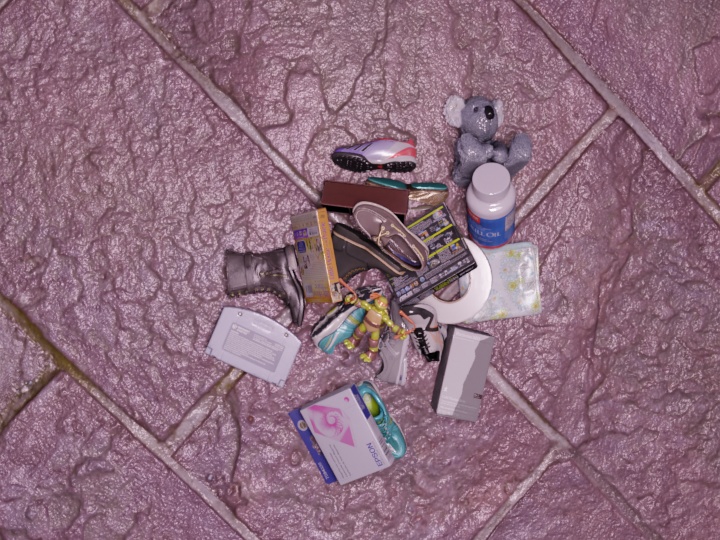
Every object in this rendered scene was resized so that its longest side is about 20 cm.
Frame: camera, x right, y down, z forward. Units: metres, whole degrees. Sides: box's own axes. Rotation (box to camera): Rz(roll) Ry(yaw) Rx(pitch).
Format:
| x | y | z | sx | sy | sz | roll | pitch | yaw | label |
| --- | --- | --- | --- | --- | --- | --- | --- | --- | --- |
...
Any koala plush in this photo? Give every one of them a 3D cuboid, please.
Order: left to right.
| x | y | z | sx | sy | sz | roll | pitch | yaw | label |
| --- | --- | --- | --- | --- | --- | --- | --- | --- | --- |
| 0.270 | -0.305 | 1.725 | 0.173 | 0.184 | 0.205 | -3 | 72 | -15 | koala plush |

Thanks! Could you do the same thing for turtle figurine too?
| x | y | z | sx | sy | sz | roll | pitch | yaw | label |
| --- | --- | --- | --- | --- | --- | --- | --- | --- | --- |
| 0.019 | 0.109 | 1.669 | 0.197 | 0.064 | 0.163 | 30 | 121 | 7 | turtle figurine |

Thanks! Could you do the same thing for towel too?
| x | y | z | sx | sy | sz | roll | pitch | yaw | label |
| --- | --- | --- | --- | --- | --- | --- | --- | --- | --- |
| 0.327 | 0.027 | 1.782 | 0.195 | 0.048 | 0.176 | -6 | 92 | -6 | towel |

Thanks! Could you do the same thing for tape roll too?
| x | y | z | sx | sy | sz | roll | pitch | yaw | label |
| --- | --- | --- | --- | --- | --- | --- | --- | --- | --- |
| 0.204 | 0.020 | 1.742 | 0.197 | 0.037 | 0.209 | 0 | 91 | 13 | tape roll |

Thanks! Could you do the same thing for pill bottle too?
| x | y | z | sx | sy | sz | roll | pitch | yaw | label |
| --- | --- | --- | --- | --- | --- | --- | --- | --- | --- |
| 0.289 | -0.144 | 1.684 | 0.109 | 0.201 | 0.115 | -5 | 58 | 8 | pill bottle |

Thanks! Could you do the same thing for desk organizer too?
| x | y | z | sx | sy | sz | roll | pitch | yaw | label |
| --- | --- | --- | --- | --- | --- | --- | --- | --- | --- |
| 0.009 | -0.140 | 1.696 | 0.195 | 0.073 | 0.078 | 7 | 47 | 3 | desk organizer |

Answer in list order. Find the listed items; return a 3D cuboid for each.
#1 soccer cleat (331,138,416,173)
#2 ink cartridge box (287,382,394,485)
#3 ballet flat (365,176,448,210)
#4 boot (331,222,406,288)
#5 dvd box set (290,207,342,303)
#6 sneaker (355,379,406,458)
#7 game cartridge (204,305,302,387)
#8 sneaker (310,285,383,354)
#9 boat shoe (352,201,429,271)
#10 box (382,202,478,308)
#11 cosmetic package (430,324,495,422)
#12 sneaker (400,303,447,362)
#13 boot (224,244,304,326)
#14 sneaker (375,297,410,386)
| x | y | z | sx | sy | sz | roll | pitch | yaw | label |
| --- | --- | --- | --- | --- | --- | --- | --- | --- | --- |
| 0.031 | -0.268 | 1.737 | 0.194 | 0.068 | 0.075 | 2 | 68 | -3 | soccer cleat |
| -0.051 | 0.379 | 1.711 | 0.197 | 0.043 | 0.199 | -28 | 95 | 24 | ink cartridge box |
| 0.105 | -0.171 | 1.743 | 0.195 | 0.071 | 0.067 | 7 | 113 | -3 | ballet flat |
| 0.000 | 0.000 | 1.702 | 0.198 | 0.077 | 0.141 | 33 | 105 | 30 | boot |
| -0.099 | -0.030 | 1.684 | 0.029 | 0.145 | 0.205 | -12 | 93 | -27 | dvd box set |
| 0.041 | 0.348 | 1.739 | 0.077 | 0.080 | 0.203 | -31 | 96 | -4 | sneaker |
| -0.239 | 0.166 | 1.730 | 0.196 | 0.042 | 0.136 | 25 | 85 | -7 | game cartridge |
| -0.024 | 0.110 | 1.744 | 0.199 | 0.078 | 0.080 | -40 | 114 | 2 | sneaker |
| 0.064 | -0.072 | 1.635 | 0.199 | 0.060 | 0.072 | 38 | 117 | -10 | boat shoe |
| 0.142 | -0.031 | 1.705 | 0.197 | 0.044 | 0.163 | -31 | 68 | 11 | box |
| 0.236 | 0.235 | 1.761 | 0.104 | 0.090 | 0.205 | 11 | 94 | -5 | cosmetic package |
| 0.144 | 0.139 | 1.694 | 0.072 | 0.200 | 0.082 | -7 | 58 | 28 | sneaker |
| -0.218 | 0.039 | 1.719 | 0.170 | 0.069 | 0.205 | -11 | 88 | -1 | boot |
| 0.070 | 0.163 | 1.744 | 0.080 | 0.075 | 0.206 | 2 | 90 | -4 | sneaker |
